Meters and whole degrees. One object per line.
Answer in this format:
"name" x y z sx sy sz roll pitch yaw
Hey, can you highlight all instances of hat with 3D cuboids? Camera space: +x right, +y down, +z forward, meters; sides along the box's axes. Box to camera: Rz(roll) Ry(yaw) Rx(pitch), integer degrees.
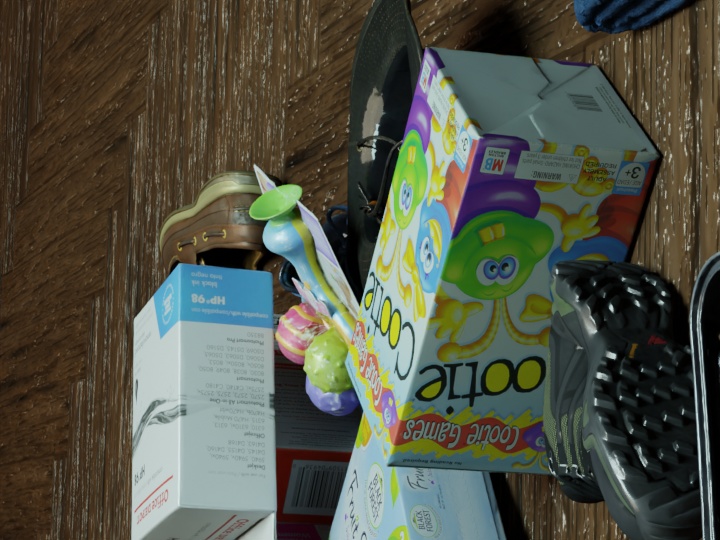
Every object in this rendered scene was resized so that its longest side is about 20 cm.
"hat" 0.045 -0.073 1.350 0.201 0.080 0.203 -176 90 -79

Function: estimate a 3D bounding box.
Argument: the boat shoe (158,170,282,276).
"boat shoe" -0.118 -0.017 1.852 0.200 0.071 0.068 139 134 -62

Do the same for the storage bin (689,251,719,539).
"storage bin" 0.206 0.043 0.824 0.200 0.093 0.137 140 131 -66

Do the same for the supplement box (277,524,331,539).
"supplement box" -0.062 0.202 1.592 0.200 0.100 0.104 -115 34 -54

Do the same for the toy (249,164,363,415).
"toy" -0.025 0.041 1.433 0.115 0.047 0.201 40 153 60

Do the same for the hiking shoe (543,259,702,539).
"hiking shoe" 0.131 0.081 1.099 0.201 0.075 0.101 -98 11 -57

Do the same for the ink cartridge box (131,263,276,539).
"ink cartridge box" -0.102 0.110 1.469 0.116 0.066 0.202 136 137 -61

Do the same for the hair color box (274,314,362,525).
"hair color box" -0.050 0.099 1.577 0.200 0.101 0.062 -118 37 -60

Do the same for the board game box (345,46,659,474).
"board game box" 0.070 -0.003 1.226 0.105 0.102 0.201 -115 34 -56

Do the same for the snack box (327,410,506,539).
"snack box" 0.024 0.191 1.368 0.169 0.067 0.201 -102 25 -57

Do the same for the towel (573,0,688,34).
"towel" 0.136 -0.227 1.160 0.112 0.048 0.202 148 124 -69

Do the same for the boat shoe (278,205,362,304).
"boat shoe" 0.000 0.000 1.493 0.200 0.068 0.085 141 130 -63
